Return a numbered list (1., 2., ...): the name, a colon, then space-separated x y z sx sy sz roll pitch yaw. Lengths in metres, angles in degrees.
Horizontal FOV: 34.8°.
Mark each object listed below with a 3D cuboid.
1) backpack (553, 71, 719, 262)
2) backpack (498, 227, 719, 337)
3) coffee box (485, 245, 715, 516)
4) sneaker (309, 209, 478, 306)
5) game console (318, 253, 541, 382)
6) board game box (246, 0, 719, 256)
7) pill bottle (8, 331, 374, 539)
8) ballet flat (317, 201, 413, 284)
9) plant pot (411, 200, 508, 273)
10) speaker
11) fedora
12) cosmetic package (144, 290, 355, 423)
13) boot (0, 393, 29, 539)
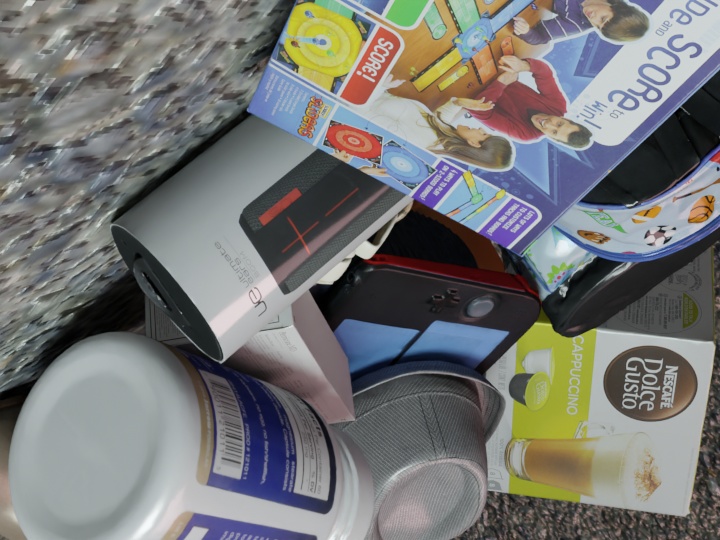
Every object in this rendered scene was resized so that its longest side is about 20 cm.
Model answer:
1. backpack: 0.160 -0.099 0.714 0.200 0.191 0.154 -44 137 5
2. backpack: 0.155 -0.077 0.868 0.163 0.201 0.154 -35 154 16
3. coffee box: 0.228 0.082 1.100 0.200 0.196 0.201 -66 159 -55
4. sneaker: 0.000 0.000 0.835 0.199 0.071 0.082 7 140 -41
5. game console: 0.021 0.066 0.844 0.176 0.031 0.200 7 136 -39
6. board game box: 0.048 -0.088 0.406 0.035 0.135 0.200 -67 -172 -30
7. pill bottle: -0.080 0.111 0.621 0.116 0.116 0.200 -43 146 11
8. ballet flat: -0.022 -0.031 0.695 0.068 0.067 0.200 -47 172 35
9. plant pot: 0.033 0.007 0.971 0.200 0.140 0.200 -42 175 -5
10. speaker: -0.017 -0.049 0.538 0.200 0.081 0.081 -40 174 -18
11. fedora: 0.034 0.157 0.870 0.176 0.091 0.201 1 139 -23
12. cosmetic package: -0.060 0.050 0.697 0.082 0.051 0.200 -8 157 6
13. boot: -0.159 0.144 0.637 0.070 0.146 0.200 -40 174 7
